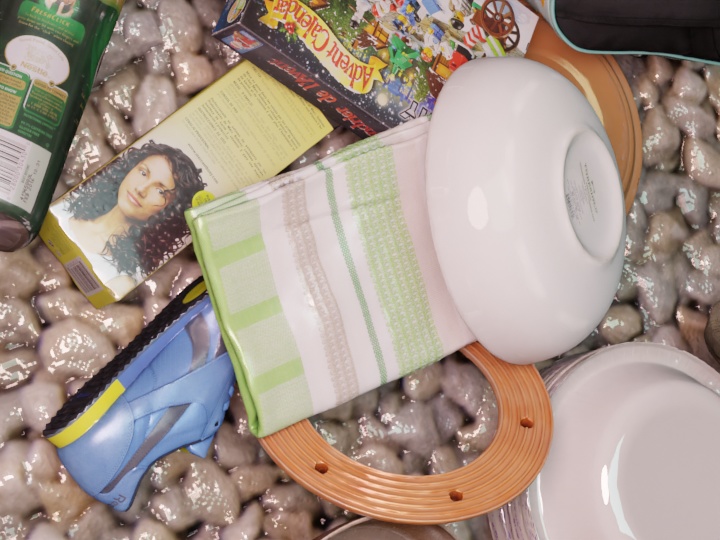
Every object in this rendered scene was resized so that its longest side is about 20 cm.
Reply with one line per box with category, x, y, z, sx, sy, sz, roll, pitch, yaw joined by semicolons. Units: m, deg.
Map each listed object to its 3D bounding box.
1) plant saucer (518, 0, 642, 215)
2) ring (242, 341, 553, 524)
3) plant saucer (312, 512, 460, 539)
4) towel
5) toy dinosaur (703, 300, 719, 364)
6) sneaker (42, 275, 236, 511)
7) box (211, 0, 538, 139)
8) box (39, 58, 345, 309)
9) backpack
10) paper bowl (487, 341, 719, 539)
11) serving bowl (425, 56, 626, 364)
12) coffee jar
plant saucer;0.115;-0.098;1.177;0.199;0.032;0.202;4;80;-24
ring;0.023;0.084;1.051;0.199;0.019;0.201;8;43;-7
plant saucer;-0.010;0.237;1.022;0.199;0.032;0.202;-14;114;-36
towel;0.000;0.000;1.026;0.199;0.031;0.150;-23;100;-30
toy dinosaur;0.281;0.052;1.185;0.102;0.077;0.200;49;45;12
sneaker;-0.103;0.062;1.033;0.200;0.066;0.079;-46;104;-22
box;0.015;-0.159;1.084;0.199;0.038;0.137;32;68;-27
box;-0.107;-0.064;1.059;0.200;0.050;0.075;-42;100;-25
backpack;0.196;-0.240;1.151;0.199;0.177;0.154;-9;45;-31
paper bowl;0.193;0.149;1.129;0.199;0.104;0.202;5;77;-24
serving bowl;0.120;-0.043;1.064;0.200;0.065;0.202;17;69;-53
coffee jar;-0.202;-0.118;0.996;0.085;0.104;0.201;23;72;-17
